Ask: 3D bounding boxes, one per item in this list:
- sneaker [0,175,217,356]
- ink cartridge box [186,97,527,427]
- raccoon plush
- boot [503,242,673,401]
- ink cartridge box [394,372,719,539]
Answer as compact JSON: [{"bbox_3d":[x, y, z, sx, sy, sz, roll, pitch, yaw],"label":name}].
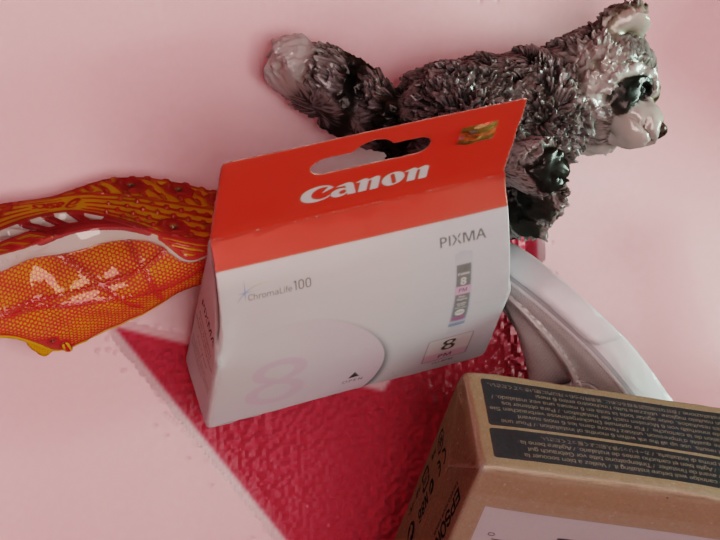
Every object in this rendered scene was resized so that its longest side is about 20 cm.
[{"bbox_3d":[-0.139,0.001,1.392,0.199,0.073,0.078,-7,123,-13],"label":"sneaker"},{"bbox_3d":[0.000,0.000,1.369,0.162,0.200,0.057,-13,68,-16],"label":"ink cartridge box"},{"bbox_3d":[0.066,-0.111,1.427,0.199,0.097,0.134,35,64,-9],"label":"raccoon plush"},{"bbox_3d":[0.113,0.083,1.473,0.096,0.074,0.200,-44,113,-6],"label":"boot"},{"bbox_3d":[0.104,0.157,1.430,0.164,0.075,0.201,9,128,-14],"label":"ink cartridge box"}]
